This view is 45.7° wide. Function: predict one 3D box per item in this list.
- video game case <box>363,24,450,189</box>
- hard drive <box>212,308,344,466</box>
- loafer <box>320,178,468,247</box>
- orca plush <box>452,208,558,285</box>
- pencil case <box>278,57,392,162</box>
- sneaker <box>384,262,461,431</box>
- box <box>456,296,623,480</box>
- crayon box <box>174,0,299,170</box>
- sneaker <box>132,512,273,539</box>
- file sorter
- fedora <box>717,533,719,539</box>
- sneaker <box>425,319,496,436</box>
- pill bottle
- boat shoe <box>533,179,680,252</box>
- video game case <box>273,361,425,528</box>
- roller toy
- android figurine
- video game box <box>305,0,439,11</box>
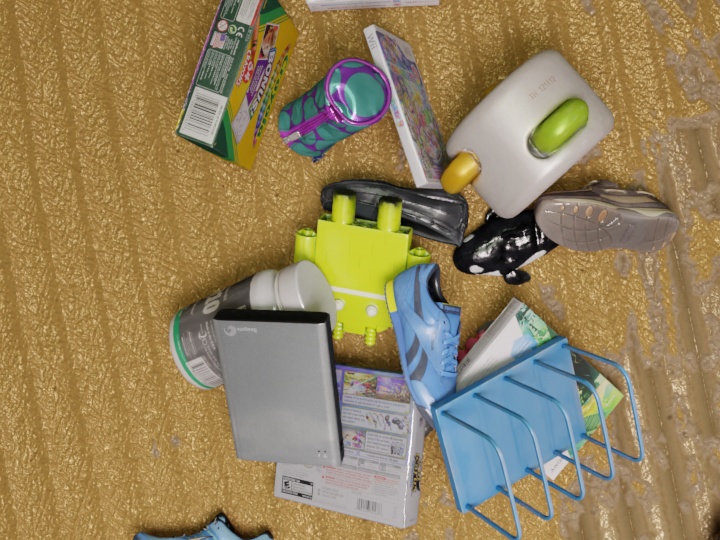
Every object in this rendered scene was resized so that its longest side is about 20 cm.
[{"bbox_3d":[0.067,-0.201,1.081,0.018,0.143,0.203,-20,86,22],"label":"video game case"},{"bbox_3d":[-0.095,0.141,1.028,0.137,0.033,0.203,1,116,13],"label":"hard drive"},{"bbox_3d":[0.043,-0.073,1.114,0.197,0.068,0.072,9,75,3],"label":"loafer"},{"bbox_3d":[0.217,-0.035,1.095,0.196,0.071,0.107,1,89,6],"label":"orca plush"},{"bbox_3d":[-0.037,-0.197,1.064,0.092,0.199,0.086,-39,100,-21],"label":"pencil case"},{"bbox_3d":[0.089,0.087,1.012,0.078,0.066,0.203,-23,69,25],"label":"sneaker"},{"bbox_3d":[0.218,0.151,1.070,0.199,0.036,0.145,39,92,-20],"label":"box"},{"bbox_3d":[-0.151,-0.244,1.089,0.057,0.172,0.203,20,91,9],"label":"crayon box"},{"bbox_3d":[-0.205,0.369,1.140,0.196,0.079,0.091,8,70,3],"label":"sneaker"},{"bbox_3d":[0.205,0.189,0.970,0.198,0.122,0.141,-24,109,-22],"label":"file sorter"},{"bbox_3d":[0.485,0.344,1.031,0.091,0.200,0.203,27,91,39],"label":"fedora"},{"bbox_3d":[0.140,0.162,1.104,0.095,0.079,0.200,44,96,-9],"label":"sneaker"},{"bbox_3d":[-0.136,0.068,1.085,0.198,0.113,0.115,-23,86,22],"label":"pill bottle"},{"bbox_3d":[0.301,-0.071,1.071,0.197,0.074,0.075,8,130,-19],"label":"boat shoe"},{"bbox_3d":[-0.013,0.213,1.090,0.197,0.045,0.185,5,90,30],"label":"video game case"},{"bbox_3d":[0.200,-0.169,1.046,0.140,0.182,0.200,49,128,4],"label":"roller toy"},{"bbox_3d":[0.000,0.000,1.103,0.179,0.041,0.203,11,110,10],"label":"android figurine"},{"bbox_3d":[0.016,-0.456,1.142,0.179,0.047,0.204,-1,89,8],"label":"video game box"}]
